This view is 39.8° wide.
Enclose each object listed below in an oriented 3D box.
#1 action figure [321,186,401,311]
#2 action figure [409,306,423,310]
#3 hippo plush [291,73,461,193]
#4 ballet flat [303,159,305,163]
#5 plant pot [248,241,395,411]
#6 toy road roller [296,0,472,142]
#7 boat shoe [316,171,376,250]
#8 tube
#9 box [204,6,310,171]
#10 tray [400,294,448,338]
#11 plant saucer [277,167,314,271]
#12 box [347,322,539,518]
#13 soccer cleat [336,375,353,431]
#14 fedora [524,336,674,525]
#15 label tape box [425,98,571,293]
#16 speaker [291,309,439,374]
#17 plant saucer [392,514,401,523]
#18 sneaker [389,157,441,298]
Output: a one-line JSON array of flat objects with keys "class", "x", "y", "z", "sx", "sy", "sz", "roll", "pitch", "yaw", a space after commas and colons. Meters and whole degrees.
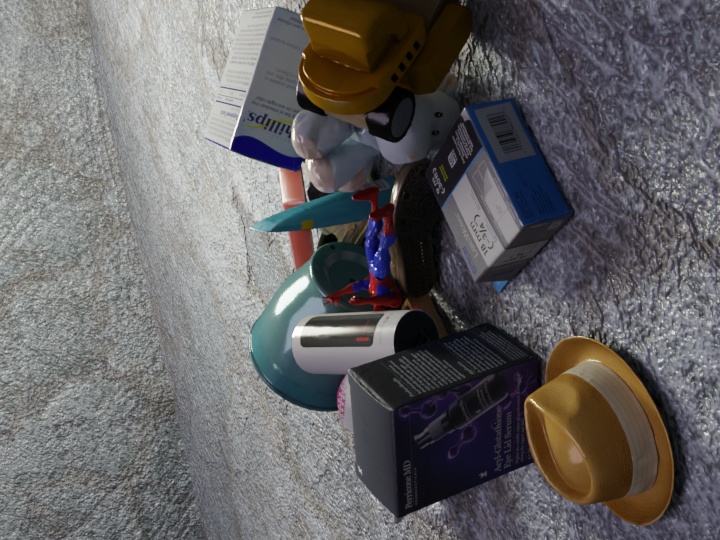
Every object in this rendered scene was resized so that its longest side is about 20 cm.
[{"class": "action figure", "x": 0.000, "y": 0.000, "z": 1.242, "sx": 0.065, "sy": 0.099, "sz": 0.200, "roll": 52, "pitch": 161, "yaw": 42}, {"class": "action figure", "x": 0.079, "y": 0.138, "z": 1.282, "sx": 0.065, "sy": 0.051, "sz": 0.201, "roll": -137, "pitch": 39, "yaw": -60}, {"class": "hippo plush", "x": 0.034, "y": -0.155, "z": 1.150, "sx": 0.160, "sy": 0.200, "sz": 0.160, "roll": 18, "pitch": 113, "yaw": 33}, {"class": "ballet flat", "x": -0.049, "y": -0.169, "z": 1.403, "sx": 0.069, "sy": 0.068, "sz": 0.200, "roll": -57, "pitch": 17, "yaw": 6}, {"class": "plant pot", "x": -0.039, "y": 0.067, "z": 1.438, "sx": 0.200, "sy": 0.199, "sz": 0.188, "roll": 60, "pitch": 139, "yaw": 31}, {"class": "toy road roller", "x": 0.017, "y": -0.242, "z": 1.015, "sx": 0.123, "sy": 0.200, "sz": 0.146, "roll": 24, "pitch": 159, "yaw": 23}, {"class": "boat shoe", "x": -0.027, "y": -0.073, "z": 1.439, "sx": 0.072, "sy": 0.076, "sz": 0.200, "roll": 60, "pitch": 153, "yaw": 34}, {"class": "tube", "x": -0.042, "y": -0.078, "z": 1.309, "sx": 0.077, "sy": 0.199, "sz": 0.051, "roll": -175, "pitch": 71, "yaw": -68}, {"class": "box", "x": -0.126, "y": -0.255, "z": 1.392, "sx": 0.184, "sy": 0.105, "sz": 0.201, "roll": 33, "pitch": 105, "yaw": 67}, {"class": "tray", "x": 0.105, "y": 0.140, "z": 1.324, "sx": 0.201, "sy": 0.037, "sz": 0.099, "roll": 66, "pitch": 157, "yaw": 23}, {"class": "plant saucer", "x": -0.100, "y": -0.108, "z": 1.521, "sx": 0.200, "sy": 0.037, "sz": 0.200, "roll": 83, "pitch": 178, "yaw": -51}, {"class": "box", "x": 0.097, "y": 0.168, "z": 1.142, "sx": 0.104, "sy": 0.199, "sz": 0.149, "roll": 36, "pitch": 138, "yaw": 53}, {"class": "soccer cleat", "x": 0.012, "y": 0.161, "z": 1.353, "sx": 0.086, "sy": 0.070, "sz": 0.201, "roll": -103, "pitch": 21, "yaw": -53}, {"class": "fedora", "x": 0.223, "y": 0.167, "z": 0.995, "sx": 0.201, "sy": 0.082, "sz": 0.201, "roll": 47, "pitch": 145, "yaw": 49}, {"class": "label tape box", "x": 0.133, "y": -0.068, "z": 1.079, "sx": 0.145, "sy": 0.063, "sz": 0.200, "roll": 67, "pitch": 157, "yaw": 19}, {"class": "speaker", "x": 0.005, "y": 0.092, "z": 1.247, "sx": 0.200, "sy": 0.081, "sz": 0.082, "roll": -5, "pitch": 101, "yaw": 49}, {"class": "plant saucer", "x": 0.068, "y": 0.257, "z": 1.417, "sx": 0.200, "sy": 0.050, "sz": 0.201, "roll": -1, "pitch": -90, "yaw": -88}, {"class": "sneaker", "x": 0.056, "y": -0.061, "z": 1.259, "sx": 0.076, "sy": 0.070, "sz": 0.201, "roll": 49, "pitch": 147, "yaw": 48}]
